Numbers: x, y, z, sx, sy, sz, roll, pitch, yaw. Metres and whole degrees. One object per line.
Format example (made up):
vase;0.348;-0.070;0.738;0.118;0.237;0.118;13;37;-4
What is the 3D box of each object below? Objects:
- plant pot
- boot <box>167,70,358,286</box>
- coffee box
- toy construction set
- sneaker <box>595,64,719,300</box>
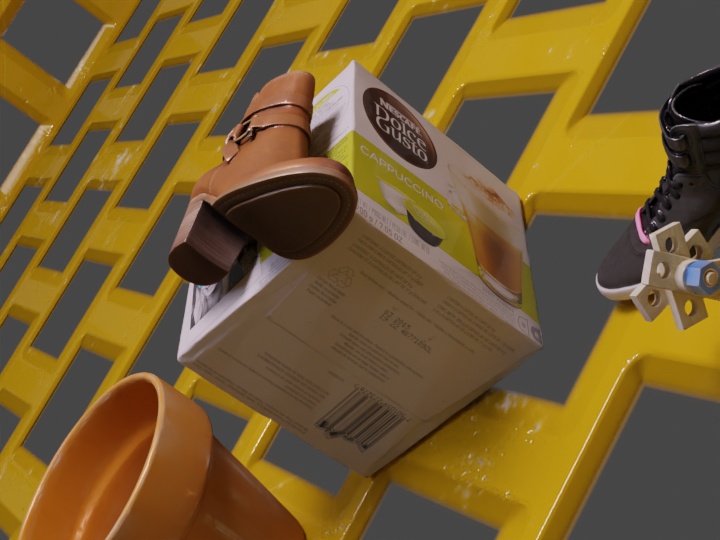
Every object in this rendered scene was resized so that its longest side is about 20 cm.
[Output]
plant pot;-0.150;0.215;1.072;0.200;0.182;0.202;-40;30;28
boot;-0.056;-0.082;0.941;0.199;0.074;0.156;-18;40;46
coffee box;0.000;0.000;1.052;0.199;0.199;0.199;-40;29;28
toy construction set;0.255;0.006;0.746;0.199;0.092;0.132;17;73;52
sneaker;0.213;-0.064;0.879;0.200;0.099;0.071;-41;30;29
